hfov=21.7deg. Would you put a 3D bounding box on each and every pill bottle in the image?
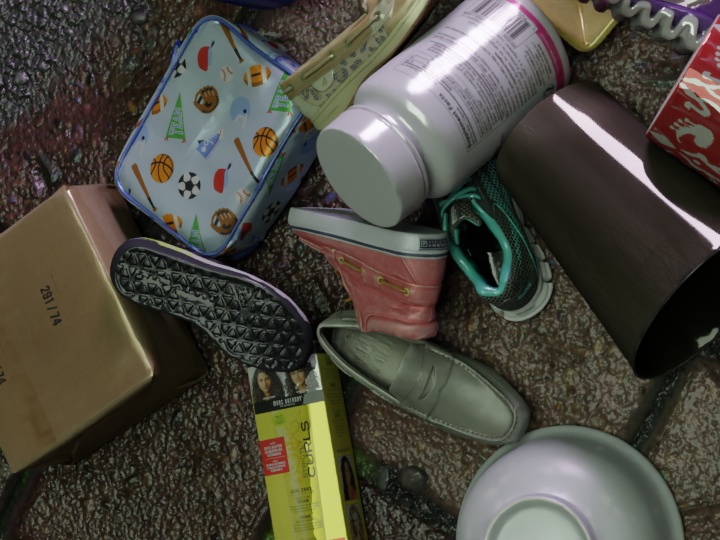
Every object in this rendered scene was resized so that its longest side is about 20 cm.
[{"bbox_3d":[0.066,-0.131,1.512,0.113,0.114,0.200,41,64,19],"label":"pill bottle"}]

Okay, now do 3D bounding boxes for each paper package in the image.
[{"bbox_3d":[-0.268,0.054,1.713,0.190,0.103,0.201,-34,77,20],"label":"paper package"}]

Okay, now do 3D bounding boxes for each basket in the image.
[{"bbox_3d":[0.209,-0.041,1.490,0.135,0.181,0.200,-28,63,-21],"label":"basket"}]

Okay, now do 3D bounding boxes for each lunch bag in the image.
[{"bbox_3d":[-0.122,-0.122,1.672,0.160,0.075,0.201,38,104,22],"label":"lunch bag"}]

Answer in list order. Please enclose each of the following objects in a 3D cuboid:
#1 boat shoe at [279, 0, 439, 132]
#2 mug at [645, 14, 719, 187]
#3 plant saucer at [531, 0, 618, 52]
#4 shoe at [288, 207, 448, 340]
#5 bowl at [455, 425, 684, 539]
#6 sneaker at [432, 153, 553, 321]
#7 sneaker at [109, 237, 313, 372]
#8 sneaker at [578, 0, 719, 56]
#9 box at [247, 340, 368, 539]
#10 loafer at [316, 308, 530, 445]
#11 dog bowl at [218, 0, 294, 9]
[{"bbox_3d":[0.007,-0.198,1.540,0.063,0.073,0.200,40,116,0],"label":"boat shoe"},{"bbox_3d":[0.335,-0.108,1.429,0.199,0.178,0.134,31,136,4],"label":"mug"},{"bbox_3d":[0.172,-0.315,1.527,0.199,0.049,0.200,37,104,-13],"label":"plant saucer"},{"bbox_3d":[0.000,0.000,1.586,0.199,0.071,0.092,16,104,53],"label":"shoe"},{"bbox_3d":[0.157,0.228,1.530,0.199,0.090,0.203,-1,87,24],"label":"bowl"},{"bbox_3d":[0.094,-0.054,1.564,0.077,0.091,0.201,-32,76,18],"label":"sneaker"},{"bbox_3d":[-0.123,0.019,1.634,0.199,0.083,0.072,29,102,9],"label":"sneaker"},{"bbox_3d":[0.233,-0.236,1.495,0.199,0.080,0.089,26,93,-7],"label":"sneaker"},{"bbox_3d":[-0.046,0.166,1.641,0.075,0.050,0.202,-11,84,22],"label":"box"},{"bbox_3d":[0.049,0.092,1.589,0.199,0.070,0.070,24,99,24],"label":"loafer"},{"bbox_3d":[-0.097,-0.331,1.631,0.199,0.078,0.202,-7,80,42],"label":"dog bowl"}]
